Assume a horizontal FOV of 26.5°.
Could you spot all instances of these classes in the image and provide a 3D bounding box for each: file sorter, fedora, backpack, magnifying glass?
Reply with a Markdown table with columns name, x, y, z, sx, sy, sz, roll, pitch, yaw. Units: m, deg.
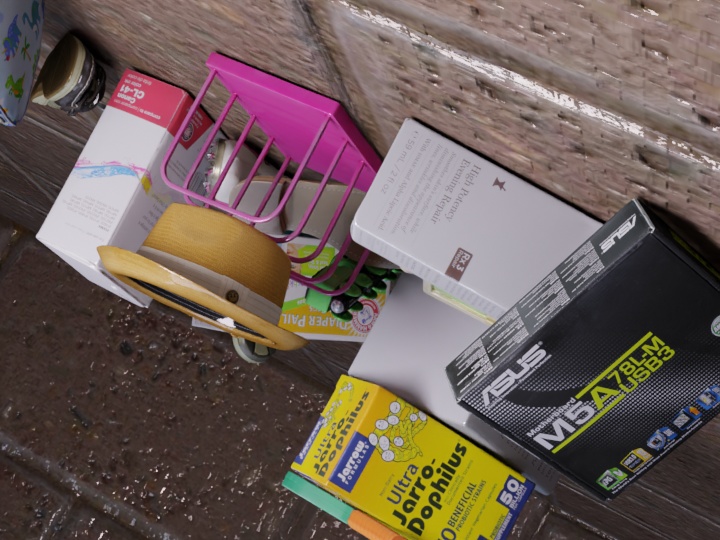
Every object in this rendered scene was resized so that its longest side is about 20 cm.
| name | x | y | z | sx | sy | sz | roll | pitch | yaw |
| --- | --- | --- | --- | --- | --- | --- | --- | --- | --- |
| file sorter | -0.071 | -0.077 | 1.371 | 0.138 | 0.126 | 0.200 | 24 | 169 | 26 |
| fedora | -0.123 | -0.001 | 1.299 | 0.199 | 0.083 | 0.201 | 22 | 171 | 4 |
| backpack | -0.372 | -0.226 | 1.350 | 0.145 | 0.185 | 0.200 | 2 | 159 | 15 |
| magnifying glass | -0.014 | 0.241 | 1.504 | 0.079 | 0.023 | 0.199 | 36 | 169 | -31 |

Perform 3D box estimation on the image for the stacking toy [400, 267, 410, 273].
| name | x | y | z | sx | sy | sz | roll | pitch | yaw |
| --- | --- | --- | --- | --- | --- | --- | --- | --- | --- |
| stacking toy | 0.137 | -0.006 | 1.317 | 0.198 | 0.086 | 0.085 | 21 | 170 | 5 |

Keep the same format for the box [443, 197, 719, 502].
| name | x | y | z | sx | sy | sz | roll | pitch | yaw |
| --- | --- | --- | --- | --- | --- | --- | --- | --- | --- |
| box | 0.197 | 0.068 | 1.159 | 0.193 | 0.200 | 0.048 | 35 | -158 | -36 |

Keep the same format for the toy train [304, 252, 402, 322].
| name | x | y | z | sx | sy | sz | roll | pitch | yaw |
| --- | --- | --- | --- | --- | --- | --- | --- | --- | --- |
| toy train | 0.000 | 0.000 | 1.539 | 0.056 | 0.042 | 0.200 | 25 | -155 | 12 |

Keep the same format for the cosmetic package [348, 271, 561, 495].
| name | x | y | z | sx | sy | sz | roll | pitch | yaw |
| --- | --- | --- | --- | --- | --- | --- | --- | --- | --- |
| cosmetic package | 0.129 | 0.098 | 1.570 | 0.166 | 0.167 | 0.200 | 21 | 166 | 41 |

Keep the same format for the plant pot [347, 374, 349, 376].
| name | x | y | z | sx | sy | sz | roll | pitch | yaw |
| --- | --- | --- | --- | --- | --- | --- | --- | --- | --- |
| plant pot | 0.093 | 0.135 | 1.800 | 0.181 | 0.201 | 0.199 | 34 | 172 | 7 |

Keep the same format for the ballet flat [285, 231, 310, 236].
| name | x | y | z | sx | sy | sz | roll | pitch | yaw |
| --- | --- | --- | --- | --- | --- | --- | --- | --- | --- |
| ballet flat | -0.054 | -0.027 | 1.806 | 0.199 | 0.068 | 0.072 | 32 | -169 | -35 |

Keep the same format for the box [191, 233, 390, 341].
| name | x | y | z | sx | sy | sz | roll | pitch | yaw |
| --- | --- | --- | --- | --- | --- | --- | --- | --- | --- |
| box | -0.072 | 0.017 | 1.680 | 0.198 | 0.114 | 0.101 | 4 | -179 | -35 |

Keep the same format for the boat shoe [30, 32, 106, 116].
| name | x | y | z | sx | sy | sz | roll | pitch | yaw |
| --- | --- | --- | --- | --- | --- | --- | --- | --- | --- |
| boat shoe | -0.296 | -0.200 | 1.591 | 0.064 | 0.074 | 0.200 | 20 | 177 | -20 |

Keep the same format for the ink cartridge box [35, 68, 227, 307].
| name | x | y | z | sx | sy | sz | roll | pitch | yaw |
| --- | --- | --- | --- | --- | --- | --- | --- | --- | --- |
| ink cartridge box | -0.229 | -0.083 | 1.574 | 0.085 | 0.201 | 0.148 | 25 | 169 | 21 |

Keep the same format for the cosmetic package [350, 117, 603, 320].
| name | x | y | z | sx | sy | sz | roll | pitch | yaw |
| --- | --- | --- | --- | --- | --- | --- | --- | --- | --- |
| cosmetic package | 0.100 | -0.026 | 1.215 | 0.198 | 0.102 | 0.074 | 27 | 172 | 4 |

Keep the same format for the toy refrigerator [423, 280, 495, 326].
| name | x | y | z | sx | sy | sz | roll | pitch | yaw |
| --- | --- | --- | --- | --- | --- | --- | --- | --- | --- |
| toy refrigerator | 0.156 | 0.027 | 1.382 | 0.198 | 0.070 | 0.076 | 27 | 161 | 12 |

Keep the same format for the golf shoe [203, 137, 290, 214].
| name | x | y | z | sx | sy | sz | roll | pitch | yaw |
| --- | --- | --- | --- | --- | --- | --- | --- | --- | --- |
| golf shoe | -0.106 | -0.090 | 1.609 | 0.091 | 0.074 | 0.200 | 7 | 171 | 13 |

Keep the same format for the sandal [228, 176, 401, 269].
| name | x | y | z | sx | sy | sz | roll | pitch | yaw |
| --- | --- | --- | --- | --- | --- | --- | --- | --- | --- |
| sandal | -0.023 | -0.062 | 1.526 | 0.209 | 0.078 | 0.070 | 12 | -157 | 11 |

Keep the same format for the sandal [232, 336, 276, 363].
| name | x | y | z | sx | sy | sz | roll | pitch | yaw |
| --- | --- | --- | --- | --- | --- | --- | --- | --- | --- |
| sandal | -0.123 | 0.023 | 1.781 | 0.080 | 0.202 | 0.057 | 37 | 135 | -25 |

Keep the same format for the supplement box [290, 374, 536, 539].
| name | x | y | z | sx | sy | sz | roll | pitch | yaw |
| --- | --- | --- | --- | --- | --- | --- | --- | --- | --- |
| supplement box | 0.051 | 0.202 | 1.499 | 0.199 | 0.110 | 0.109 | 33 | 170 | -18 |
